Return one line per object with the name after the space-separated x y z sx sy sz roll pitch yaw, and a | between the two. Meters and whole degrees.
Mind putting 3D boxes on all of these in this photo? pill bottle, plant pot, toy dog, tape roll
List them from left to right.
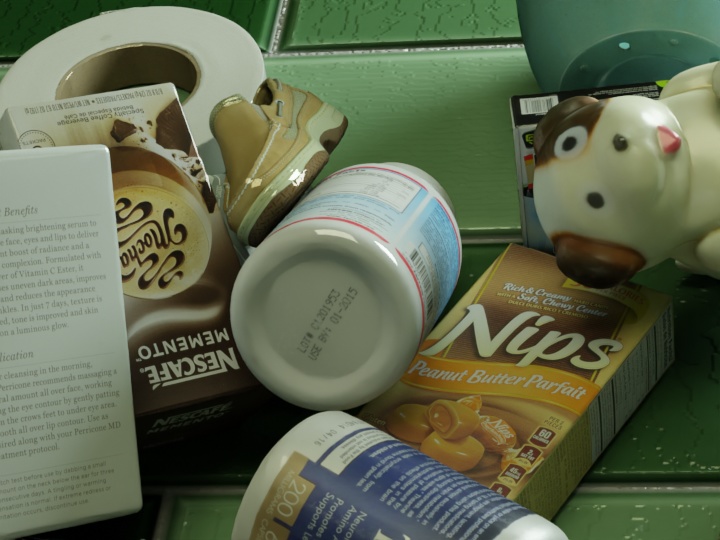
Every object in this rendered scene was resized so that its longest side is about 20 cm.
-0.164 -0.121 1.490 0.201 0.037 0.204 -6 40 5 | tape roll
0.000 0.000 1.212 0.108 0.110 0.200 2 17 13 | pill bottle
0.040 0.161 1.058 0.199 0.112 0.111 26 51 29 | pill bottle
0.194 -0.174 1.375 0.199 0.201 0.162 -1 53 9 | plant pot
0.195 -0.055 1.198 0.199 0.194 0.141 1 77 -25 | toy dog

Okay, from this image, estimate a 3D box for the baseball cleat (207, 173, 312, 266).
-0.055 -0.008 1.314 0.106 0.070 0.200 -15 44 -17 | baseball cleat

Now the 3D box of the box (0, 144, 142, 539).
-0.212 0.039 1.134 0.106 0.202 0.152 -7 2 -41 | box

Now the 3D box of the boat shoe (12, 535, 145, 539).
-0.121 0.177 1.104 0.199 0.072 0.068 19 49 26 | boat shoe

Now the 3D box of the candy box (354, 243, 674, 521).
0.086 0.075 1.198 0.115 0.056 0.200 19 48 29 | candy box

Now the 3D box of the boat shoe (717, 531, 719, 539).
0.241 0.090 1.148 0.063 0.073 0.201 -20 35 36 | boat shoe

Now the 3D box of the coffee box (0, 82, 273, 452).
-0.137 0.001 1.218 0.112 0.080 0.201 -12 71 -30 | coffee box

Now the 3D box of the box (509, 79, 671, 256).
0.197 -0.067 1.304 0.198 0.111 0.035 -6 39 4 | box

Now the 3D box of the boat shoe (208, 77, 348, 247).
-0.064 -0.074 1.280 0.076 0.072 0.200 40 16 -6 | boat shoe
